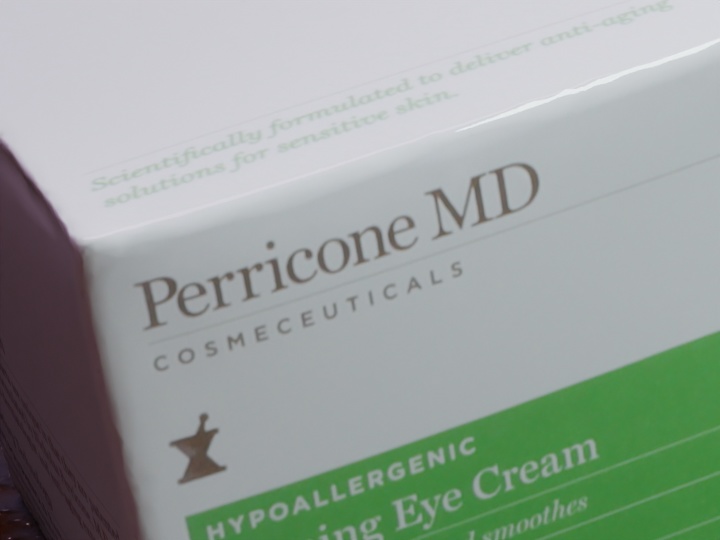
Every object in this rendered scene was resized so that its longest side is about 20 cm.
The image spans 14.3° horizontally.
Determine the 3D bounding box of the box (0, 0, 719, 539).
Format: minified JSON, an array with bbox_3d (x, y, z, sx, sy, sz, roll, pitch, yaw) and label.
[{"bbox_3d":[0.000,0.000,0.797,0.199,0.172,0.200,-18,27,-15],"label":"box"}]
